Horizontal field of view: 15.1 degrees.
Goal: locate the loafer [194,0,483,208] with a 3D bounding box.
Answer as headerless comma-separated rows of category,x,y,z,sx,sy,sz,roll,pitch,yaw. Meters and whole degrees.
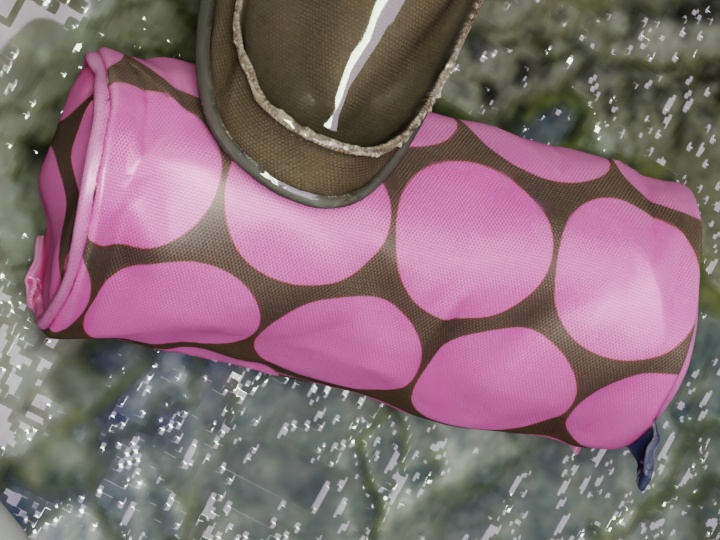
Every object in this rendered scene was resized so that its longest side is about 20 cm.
loafer,0.012,-0.113,0.744,0.073,0.071,0.201,23,70,-11

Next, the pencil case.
pencil case,0.000,0.000,0.792,0.199,0.091,0.094,15,139,-19

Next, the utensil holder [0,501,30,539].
utensil holder,-0.202,0.052,0.688,0.170,0.170,0.200,-43,112,-6
